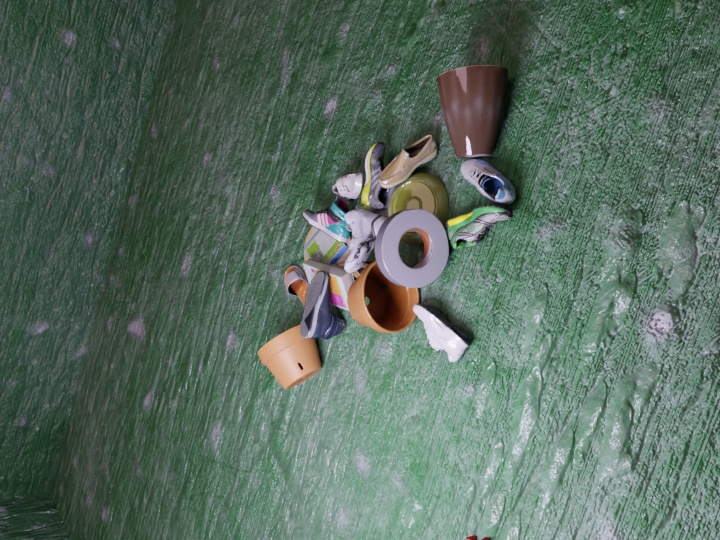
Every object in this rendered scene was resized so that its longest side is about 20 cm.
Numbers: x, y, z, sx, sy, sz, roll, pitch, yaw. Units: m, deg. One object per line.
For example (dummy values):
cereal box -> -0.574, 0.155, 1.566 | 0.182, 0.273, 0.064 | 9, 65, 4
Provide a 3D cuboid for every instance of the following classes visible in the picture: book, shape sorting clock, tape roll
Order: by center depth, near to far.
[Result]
tape roll -> 0.137, -0.059, 1.441 | 0.066, 0.193, 0.209 | -171, 92, -74
book -> -0.096, 0.048, 1.705 | 0.196, 0.048, 0.138 | 16, 130, 43
shape sorting clock -> -0.110, -0.074, 1.783 | 0.194, 0.039, 0.209 | -10, 74, 35

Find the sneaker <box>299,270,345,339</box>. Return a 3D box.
sneaker -> -0.103, 0.113, 1.671 | 0.076, 0.143, 0.210 | 19, 94, 47

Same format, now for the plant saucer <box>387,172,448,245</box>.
plant saucer -> 0.156, -0.178, 1.535 | 0.193, 0.031, 0.209 | -3, 85, 31

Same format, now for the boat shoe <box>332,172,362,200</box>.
boat shoe -> -0.044, -0.262, 1.681 | 0.199, 0.067, 0.074 | 164, 115, -71

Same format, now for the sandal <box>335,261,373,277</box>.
sandal -> 0.000, 0.000, 1.645 | 0.195, 0.079, 0.057 | 1, 92, 45

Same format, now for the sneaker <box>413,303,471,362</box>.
sneaker -> 0.202, 0.160, 1.430 | 0.200, 0.073, 0.089 | 44, 116, 39

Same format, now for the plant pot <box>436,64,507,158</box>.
plant pot -> 0.293, -0.400, 1.395 | 0.182, 0.183, 0.209 | 1, 97, 42

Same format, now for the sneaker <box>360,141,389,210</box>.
sneaker -> 0.058, -0.278, 1.609 | 0.079, 0.073, 0.209 | 8, 94, 36

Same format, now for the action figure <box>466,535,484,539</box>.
action figure -> 0.268, 0.738, 1.245 | 0.064, 0.097, 0.209 | -15, 75, 40

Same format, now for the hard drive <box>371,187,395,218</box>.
hard drive -> 0.070, -0.170, 1.638 | 0.137, 0.032, 0.207 | 26, 100, 42

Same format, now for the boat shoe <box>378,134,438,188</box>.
boat shoe -> 0.128, -0.317, 1.530 | 0.198, 0.076, 0.072 | -39, 58, -1

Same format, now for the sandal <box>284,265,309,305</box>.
sandal -> -0.215, 0.054, 1.844 | 0.207, 0.058, 0.081 | 48, 113, 37

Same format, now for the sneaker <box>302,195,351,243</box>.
sneaker -> -0.098, -0.184, 1.719 | 0.197, 0.083, 0.124 | 31, 103, 30

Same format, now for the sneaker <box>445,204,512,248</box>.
sneaker -> 0.309, -0.112, 1.386 | 0.197, 0.076, 0.089 | -23, 73, 47

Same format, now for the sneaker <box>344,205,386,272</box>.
sneaker -> -0.014, -0.096, 1.571 | 0.113, 0.076, 0.203 | 30, 71, 15

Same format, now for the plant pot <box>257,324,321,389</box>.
plant pot -> -0.210, 0.279, 1.715 | 0.199, 0.198, 0.143 | -38, 75, 30

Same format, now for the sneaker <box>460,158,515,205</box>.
sneaker -> 0.320, -0.237, 1.387 | 0.073, 0.071, 0.201 | -58, 42, 18

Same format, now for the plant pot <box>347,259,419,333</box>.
plant pot -> 0.052, 0.078, 1.518 | 0.138, 0.194, 0.209 | -19, 69, 56
